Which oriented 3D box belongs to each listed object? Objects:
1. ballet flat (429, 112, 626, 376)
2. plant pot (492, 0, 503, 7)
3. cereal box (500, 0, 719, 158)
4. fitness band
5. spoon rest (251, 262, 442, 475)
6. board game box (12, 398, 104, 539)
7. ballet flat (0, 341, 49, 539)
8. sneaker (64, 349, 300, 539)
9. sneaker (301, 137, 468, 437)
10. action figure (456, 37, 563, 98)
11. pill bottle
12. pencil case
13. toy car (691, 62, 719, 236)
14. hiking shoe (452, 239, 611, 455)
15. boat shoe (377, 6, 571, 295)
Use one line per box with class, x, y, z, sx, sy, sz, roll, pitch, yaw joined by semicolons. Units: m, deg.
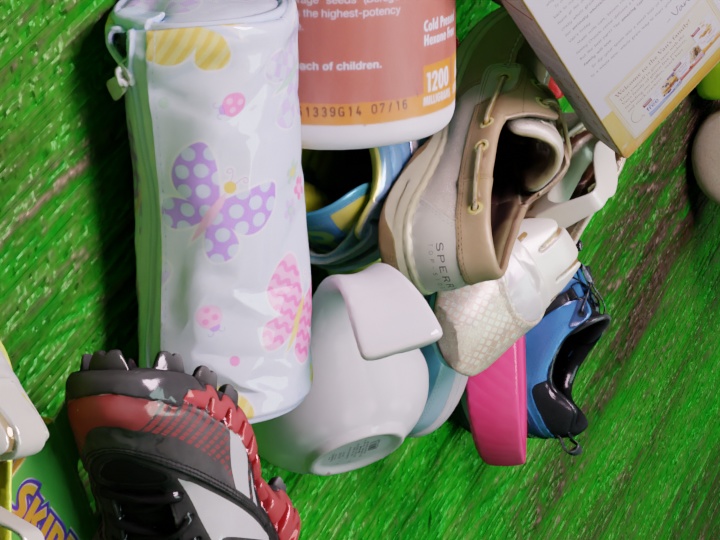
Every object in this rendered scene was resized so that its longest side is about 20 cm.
ballet flat;0.094;-0.025;1.219;0.068;0.062;0.200;57;40;-28
plant pot;0.102;-0.217;1.244;0.135;0.200;0.200;-51;164;22
cereal box;0.135;-0.160;1.116;0.144;0.040;0.200;-45;143;-3
fitness band;0.074;0.013;1.321;0.144;0.037;0.201;73;15;-69
spoon rest;-0.003;0.048;1.130;0.200;0.099;0.061;113;-40;-65
board game box;-0.161;0.149;0.950;0.200;0.030;0.096;-56;145;-40
ballet flat;-0.149;0.084;0.873;0.067;0.067;0.201;2;86;-56
sneaker;-0.079;0.110;1.002;0.201;0.070;0.098;66;30;-55
sneaker;0.000;0.000;1.191;0.130;0.079;0.201;-23;112;-60
action figure;0.073;-0.112;1.321;0.200;0.065;0.052;-24;123;-59
pill bottle;-0.010;-0.165;1.073;0.112;0.112;0.201;-32;126;-58
pencil case;-0.066;-0.030;1.032;0.091;0.083;0.201;-34;128;-51
toy car;0.351;-0.114;1.830;0.200;0.157;0.165;-49;130;-67
hiking shoe;0.120;0.010;1.429;0.074;0.086;0.201;19;80;-65
boat shoe;0.073;-0.060;1.171;0.200;0.066;0.074;-65;146;-38
